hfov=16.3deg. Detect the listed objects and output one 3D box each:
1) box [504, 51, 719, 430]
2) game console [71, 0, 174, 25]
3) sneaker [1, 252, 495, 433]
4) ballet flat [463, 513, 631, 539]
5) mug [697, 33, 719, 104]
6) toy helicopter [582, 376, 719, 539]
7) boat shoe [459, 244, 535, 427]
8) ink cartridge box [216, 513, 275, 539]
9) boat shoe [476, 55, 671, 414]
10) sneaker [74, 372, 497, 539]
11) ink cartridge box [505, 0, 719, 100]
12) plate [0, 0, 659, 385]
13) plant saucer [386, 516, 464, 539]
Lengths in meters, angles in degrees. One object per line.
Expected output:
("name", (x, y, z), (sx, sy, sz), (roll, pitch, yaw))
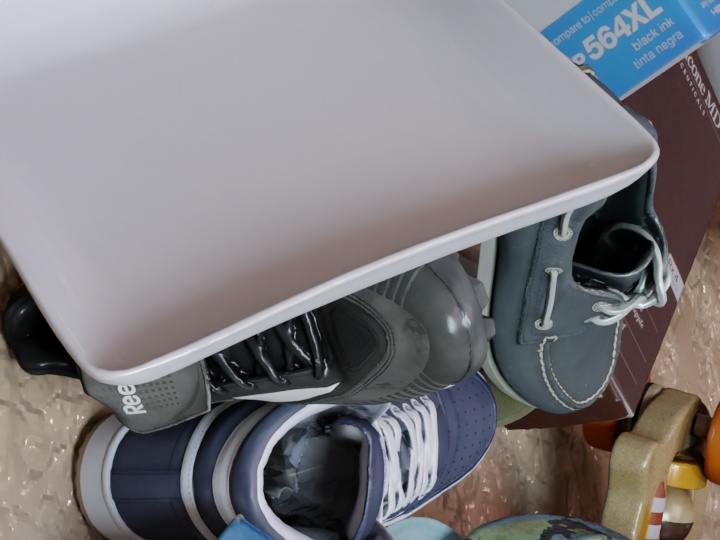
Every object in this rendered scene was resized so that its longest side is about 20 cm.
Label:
("box", (0.110, -0.029, 1.195), (0.100, 0.075, 0.201), (60, 37, -31))
("game console", (-0.026, -0.109, 0.979), (0.200, 0.116, 0.176), (43, 69, -21))
("sneaker", (-0.046, 0.022, 0.842), (0.090, 0.199, 0.067), (-32, 117, -39))
("ballet flat", (0.130, 0.149, 1.061), (0.199, 0.074, 0.075), (21, 64, -30))
("mug", (0.249, -0.077, 1.318), (0.186, 0.148, 0.154), (-1, 83, -70))
("toy helicopter", (0.118, 0.139, 1.156), (0.200, 0.078, 0.133), (-47, 145, -48))
("boat shoe", (0.000, 0.000, 1.029), (0.200, 0.075, 0.069), (35, 32, -45))
("ink cartridge box", (-0.035, 0.211, 0.818), (0.200, 0.128, 0.125), (-51, 137, -11))
("boat shoe", (0.086, -0.001, 0.974), (0.073, 0.062, 0.201), (-48, 150, -27))
("sneaker", (0.004, 0.069, 0.937), (0.199, 0.108, 0.071), (-8, 92, -43))
("ink cartridge box", (0.094, -0.183, 1.126), (0.201, 0.084, 0.146), (55, 35, -1))
("plate", (-0.036, -0.047, 0.817), (0.199, 0.200, 0.032), (-22, 134, -21))
("plant saucer", (0.015, 0.202, 1.022), (0.201, 0.038, 0.202), (30, 56, -59))
